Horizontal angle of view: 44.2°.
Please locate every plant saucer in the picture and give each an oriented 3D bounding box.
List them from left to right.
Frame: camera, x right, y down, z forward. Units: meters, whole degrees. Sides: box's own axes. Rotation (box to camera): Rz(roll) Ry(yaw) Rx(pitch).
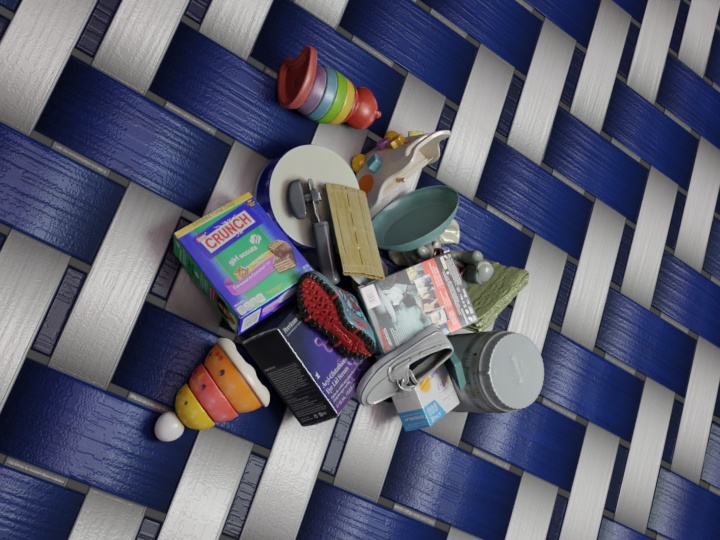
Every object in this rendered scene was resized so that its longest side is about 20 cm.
[{"bbox_3d":[0.108,-0.095,1.747,0.200,0.199,0.036,-45,121,-26],"label":"plant saucer"},{"bbox_3d":[0.159,0.147,1.736,0.019,0.201,0.070,-22,126,-5],"label":"plant saucer"}]

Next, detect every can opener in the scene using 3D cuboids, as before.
[{"bbox_3d":[-0.087,-0.069,1.628,0.066,0.053,0.203,-11,89,2],"label":"can opener"}]

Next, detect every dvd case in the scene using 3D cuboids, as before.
[{"bbox_3d":[0.107,0.064,1.651,0.198,0.022,0.147,-22,86,-18],"label":"dvd case"}]

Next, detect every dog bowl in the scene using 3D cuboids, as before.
[{"bbox_3d":[-0.101,-0.135,1.693,0.198,0.079,0.203,4,81,-29],"label":"dog bowl"}]

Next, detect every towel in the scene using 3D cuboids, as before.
[{"bbox_3d":[0.244,0.051,1.832,0.200,0.147,0.037,-43,131,-29],"label":"towel"}]

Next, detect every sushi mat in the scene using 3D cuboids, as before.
[{"bbox_3d":[-0.012,-0.074,1.632,0.095,0.012,0.202,10,53,-33],"label":"sushi mat"}]

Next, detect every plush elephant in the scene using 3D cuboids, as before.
[{"bbox_3d":[0.149,-0.018,1.766,0.164,0.200,0.155,-42,103,9],"label":"plush elephant"}]

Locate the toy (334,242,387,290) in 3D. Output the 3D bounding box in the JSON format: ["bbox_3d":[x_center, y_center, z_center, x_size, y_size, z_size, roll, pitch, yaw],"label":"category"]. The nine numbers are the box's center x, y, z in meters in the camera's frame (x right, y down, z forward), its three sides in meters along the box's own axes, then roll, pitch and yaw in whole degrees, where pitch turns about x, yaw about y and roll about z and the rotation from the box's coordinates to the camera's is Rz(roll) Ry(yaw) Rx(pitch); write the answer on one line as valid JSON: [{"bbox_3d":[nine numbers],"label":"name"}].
[{"bbox_3d":[0.000,0.000,1.707,0.200,0.047,0.116,52,31,-54],"label":"toy"}]

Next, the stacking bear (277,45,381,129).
[{"bbox_3d":[-0.052,-0.338,1.736,0.198,0.121,0.115,16,73,-34],"label":"stacking bear"}]

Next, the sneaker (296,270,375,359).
[{"bbox_3d":[-0.048,0.070,1.587,0.201,0.079,0.096,53,18,-28],"label":"sneaker"}]

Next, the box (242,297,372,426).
[{"bbox_3d":[-0.094,0.156,1.620,0.201,0.104,0.148,55,42,-13],"label":"box"}]

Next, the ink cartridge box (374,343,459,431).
[{"bbox_3d":[0.103,0.190,1.705,0.115,0.067,0.202,-26,95,-50],"label":"ink cartridge box"}]

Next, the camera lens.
[{"bbox_3d":[0.247,0.203,1.772,0.158,0.199,0.162,5,80,-32],"label":"camera lens"}]

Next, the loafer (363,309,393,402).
[{"bbox_3d":[0.058,0.161,1.752,0.071,0.063,0.203,-13,90,-28],"label":"loafer"}]

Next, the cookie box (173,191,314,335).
[{"bbox_3d":[-0.209,-0.016,1.575,0.170,0.075,0.200,-33,73,-28],"label":"cookie box"}]

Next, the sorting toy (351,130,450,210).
[{"bbox_3d":[0.091,-0.226,1.756,0.200,0.179,0.107,-39,102,-28],"label":"sorting toy"}]

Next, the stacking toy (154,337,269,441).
[{"bbox_3d":[-0.270,0.228,1.537,0.199,0.146,0.147,-38,102,-12],"label":"stacking toy"}]

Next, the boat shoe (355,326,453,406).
[{"bbox_3d":[0.079,0.182,1.596,0.200,0.065,0.074,-42,131,2],"label":"boat shoe"}]
